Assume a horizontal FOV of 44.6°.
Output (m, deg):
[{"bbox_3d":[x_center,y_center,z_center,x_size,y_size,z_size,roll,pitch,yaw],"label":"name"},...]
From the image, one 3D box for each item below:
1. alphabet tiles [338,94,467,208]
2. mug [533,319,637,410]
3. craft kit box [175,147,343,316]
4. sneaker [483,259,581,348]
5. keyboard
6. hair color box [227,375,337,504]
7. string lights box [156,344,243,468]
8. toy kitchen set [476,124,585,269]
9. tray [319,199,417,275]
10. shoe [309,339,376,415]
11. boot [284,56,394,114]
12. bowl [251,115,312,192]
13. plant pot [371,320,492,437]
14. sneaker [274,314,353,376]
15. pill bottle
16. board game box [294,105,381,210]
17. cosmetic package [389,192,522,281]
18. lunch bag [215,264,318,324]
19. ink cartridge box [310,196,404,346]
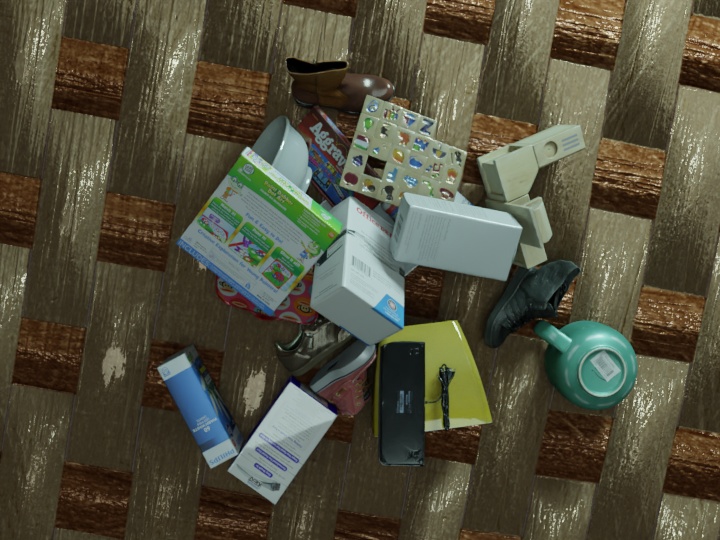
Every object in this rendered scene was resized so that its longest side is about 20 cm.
[{"bbox_3d":[0.079,-0.188,1.491,0.197,0.008,0.169,19,78,-9],"label":"alphabet tiles"},{"bbox_3d":[0.403,0.172,1.578,0.182,0.114,0.155,3,95,-2],"label":"mug"},{"bbox_3d":[-0.164,-0.059,1.413,0.199,0.049,0.198,39,116,-10],"label":"craft kit box"},{"bbox_3d":[0.306,0.064,1.572,0.104,0.060,0.202,28,91,37],"label":"sneaker"},{"bbox_3d":[0.092,0.216,1.431,0.125,0.021,0.203,0,76,7],"label":"keyboard"},{"bbox_3d":[-0.141,0.307,1.597,0.109,0.065,0.201,36,91,-5],"label":"hair color box"},{"bbox_3d":[-0.284,0.240,1.566,0.058,0.103,0.202,-27,95,0],"label":"string lights box"},{"bbox_3d":[0.333,-0.126,1.524,0.179,0.163,0.202,-23,106,-13],"label":"toy kitchen set"},{"bbox_3d":[0.014,-0.063,1.593,0.107,0.022,0.201,-39,95,2],"label":"tray"},{"bbox_3d":[-0.008,0.190,1.544,0.091,0.200,0.072,41,51,-8],"label":"shoe"},{"bbox_3d":[-0.030,-0.326,1.480,0.185,0.200,0.070,6,84,-1],"label":"boot"},{"bbox_3d":[-0.145,-0.156,1.508,0.090,0.201,0.203,29,93,-21],"label":"bowl"},{"bbox_3d":[0.108,0.186,1.540,0.197,0.200,0.179,-7,83,-1],"label":"plant pot"},{"bbox_3d":[-0.066,0.105,1.575,0.200,0.070,0.076,-41,106,3],"label":"sneaker"},{"bbox_3d":[0.142,-0.091,1.551,0.200,0.112,0.113,41,92,-4],"label":"pill bottle"},{"bbox_3d":[-0.045,-0.181,1.546,0.200,0.019,0.103,49,117,5],"label":"board game box"},{"bbox_3d":[0.157,-0.056,1.459,0.197,0.074,0.103,11,112,-12],"label":"cosmetic package"},{"bbox_3d":[-0.154,0.018,1.535,0.197,0.082,0.178,15,131,4],"label":"lunch bag"},{"bbox_3d":[0.000,0.000,1.467,0.084,0.202,0.144,-30,129,34],"label":"ink cartridge box"}]
